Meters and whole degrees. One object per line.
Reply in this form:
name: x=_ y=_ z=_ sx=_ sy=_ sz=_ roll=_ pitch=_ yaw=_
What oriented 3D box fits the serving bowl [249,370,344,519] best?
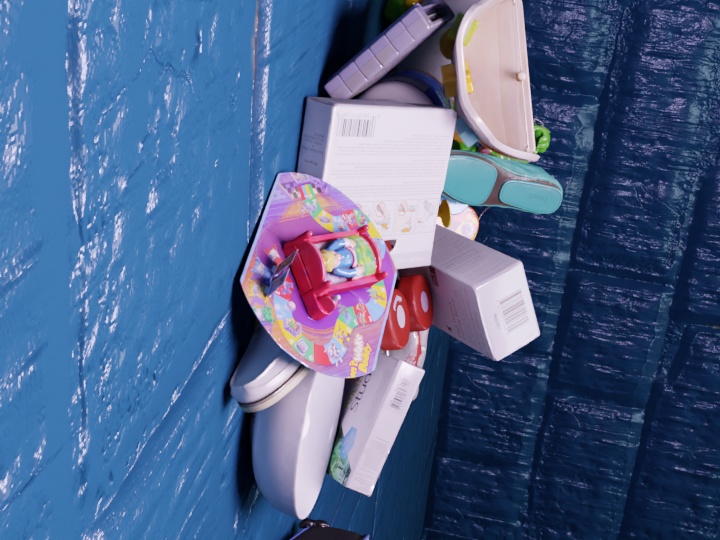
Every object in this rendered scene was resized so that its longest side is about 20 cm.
serving bowl: x=-0.067 y=0.144 z=1.117 sx=0.200 sy=0.066 sz=0.201 roll=11 pitch=90 yaw=-80

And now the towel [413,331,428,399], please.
towel: x=0.085 y=0.055 z=1.558 sx=0.191 sy=0.032 sz=0.200 roll=90 pitch=11 yaw=-51

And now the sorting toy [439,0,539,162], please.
sorting toy: x=0.133 y=-0.216 z=1.226 sx=0.180 sy=0.106 sz=0.201 roll=-23 pitch=108 yaw=-77

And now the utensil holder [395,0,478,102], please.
utensil holder: x=0.125 y=-0.319 z=1.483 sx=0.200 sy=0.169 sz=0.170 roll=80 pitch=22 yaw=-61

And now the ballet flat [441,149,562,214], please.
ballet flat: x=0.160 y=-0.115 z=1.392 sx=0.068 sy=0.199 sz=0.070 roll=-68 pitch=-152 yaw=21

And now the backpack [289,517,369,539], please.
backpack: x=-0.041 y=0.427 z=1.340 sx=0.183 sy=0.147 sz=0.201 roll=-3 pitch=105 yaw=-78

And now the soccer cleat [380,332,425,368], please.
soccer cleat: x=0.012 y=0.125 z=1.367 sx=0.200 sy=0.085 sz=0.069 roll=-55 pitch=-135 yaw=48

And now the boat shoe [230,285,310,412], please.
boat shoe: x=-0.067 y=0.042 z=1.019 sx=0.068 sy=0.075 sz=0.200 roll=59 pitch=42 yaw=-26

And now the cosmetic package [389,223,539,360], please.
cosmetic package: x=0.117 y=0.020 z=1.304 sx=0.200 sy=0.074 sz=0.102 roll=26 pitch=-41 yaw=58

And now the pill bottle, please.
pill bottle: x=0.045 y=-0.174 z=1.320 sx=0.200 sy=0.112 sz=0.112 roll=-57 pitch=156 yaw=-69

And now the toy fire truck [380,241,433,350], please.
toy fire truck: x=0.000 y=0.000 z=1.246 sx=0.200 sy=0.112 sz=0.169 roll=-29 pitch=110 yaw=-66

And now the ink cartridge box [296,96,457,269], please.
ink cartridge box: x=0.014 y=-0.087 z=1.152 sx=0.200 sy=0.043 sz=0.174 roll=-6 pitch=111 yaw=-48

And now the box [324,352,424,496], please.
box: x=-0.007 y=0.157 z=1.235 sx=0.145 sy=0.036 sz=0.200 roll=-66 pitch=-162 yaw=-6

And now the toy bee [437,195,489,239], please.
toy bee: x=0.111 y=-0.066 z=1.429 sx=0.131 sy=0.199 sz=0.109 roll=18 pitch=85 yaw=-86

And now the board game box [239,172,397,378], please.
board game box: x=-0.020 y=-0.003 z=0.997 sx=0.039 sy=0.158 sz=0.200 roll=-29 pitch=-147 yaw=41

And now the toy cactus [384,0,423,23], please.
toy cactus: x=0.058 y=-0.393 z=1.274 sx=0.165 sy=0.102 sz=0.200 roll=-84 pitch=169 yaw=-54

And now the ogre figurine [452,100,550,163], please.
ogre figurine: x=0.147 y=-0.162 z=1.465 sx=0.098 sy=0.120 sz=0.200 roll=-60 pitch=-160 yaw=-15

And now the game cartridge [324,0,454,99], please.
game cartridge: x=0.032 y=-0.238 z=1.189 sx=0.038 sy=0.129 sz=0.200 roll=55 pitch=19 yaw=-6
